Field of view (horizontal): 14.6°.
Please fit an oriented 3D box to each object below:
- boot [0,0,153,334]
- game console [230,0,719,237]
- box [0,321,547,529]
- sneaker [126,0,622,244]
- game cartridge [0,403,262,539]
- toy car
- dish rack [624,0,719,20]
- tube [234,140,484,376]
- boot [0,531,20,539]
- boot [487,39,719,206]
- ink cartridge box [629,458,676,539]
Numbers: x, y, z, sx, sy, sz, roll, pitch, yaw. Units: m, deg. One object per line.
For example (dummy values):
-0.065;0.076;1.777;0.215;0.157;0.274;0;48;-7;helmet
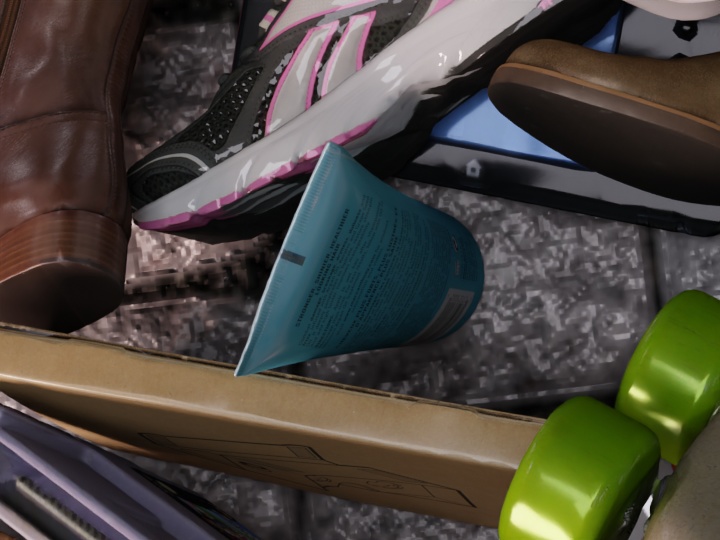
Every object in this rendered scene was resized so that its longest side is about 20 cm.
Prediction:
-0.149;-0.055;1.044;0.185;0.064;0.201;-16;53;25;boot
0.057;-0.116;1.033;0.199;0.031;0.178;12;92;14;game console
-0.016;0.060;0.983;0.199;0.164;0.021;9;78;14;box
-0.003;-0.085;1.012;0.199;0.080;0.087;-31;75;8;sneaker
-0.051;0.103;0.933;0.200;0.129;0.039;32;94;36;game cartridge
0.126;0.140;0.897;0.164;0.158;0.201;28;125;19;toy car
0.076;-0.172;0.967;0.199;0.044;0.172;27;62;17;dish rack
0.000;0.000;0.959;0.050;0.200;0.078;18;92;13;tube
-0.113;0.148;1.015;0.144;0.201;0.071;32;68;-5;boot
0.143;-0.060;0.980;0.199;0.074;0.076;12;81;-9;boot
0.191;0.109;0.970;0.199;0.086;0.148;2;90;13;ink cartridge box
